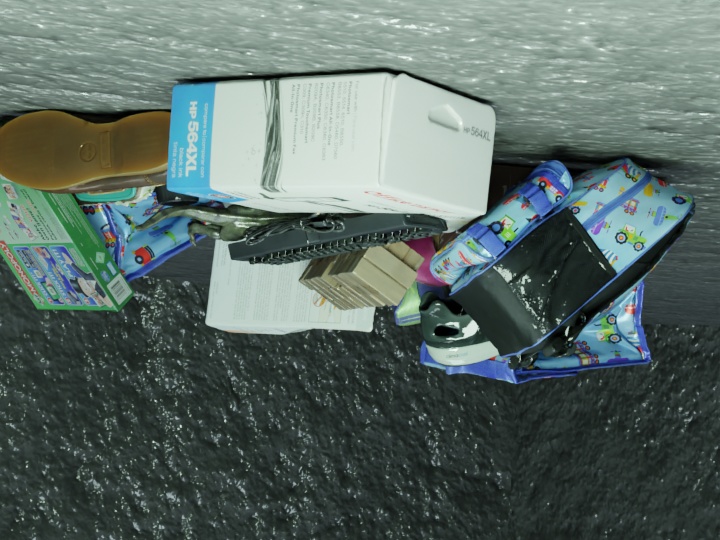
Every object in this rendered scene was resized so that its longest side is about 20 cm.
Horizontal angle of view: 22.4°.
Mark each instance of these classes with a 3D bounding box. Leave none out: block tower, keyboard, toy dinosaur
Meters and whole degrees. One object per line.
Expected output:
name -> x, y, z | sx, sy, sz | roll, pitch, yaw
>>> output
block tower -> 0.000, 0.000, 1.715 | 0.058, 0.054, 0.200 | 37, 169, -13
keyboard -> -0.033, -0.027, 1.550 | 0.199, 0.021, 0.127 | -11, 165, 39
toy dinosaur -> -0.112, -0.044, 1.629 | 0.199, 0.048, 0.088 | 0, -178, -19

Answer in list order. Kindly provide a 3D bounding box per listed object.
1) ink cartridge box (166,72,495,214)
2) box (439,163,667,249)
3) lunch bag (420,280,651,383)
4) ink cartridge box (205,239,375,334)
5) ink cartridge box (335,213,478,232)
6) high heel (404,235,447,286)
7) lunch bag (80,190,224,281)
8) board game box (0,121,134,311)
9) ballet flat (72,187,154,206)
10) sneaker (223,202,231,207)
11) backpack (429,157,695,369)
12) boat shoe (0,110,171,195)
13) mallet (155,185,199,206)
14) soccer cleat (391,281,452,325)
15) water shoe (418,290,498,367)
ink cartridge box -> -0.022, -0.090, 1.342 | 0.199, 0.085, 0.146 | 2, 175, 37
box -> 0.179, -0.051, 1.709 | 0.199, 0.075, 0.100 | 6, 170, -5
lunch bag -> 0.166, 0.064, 1.825 | 0.199, 0.095, 0.150 | -17, -164, -32
ink cartridge box -> -0.059, -0.016, 1.877 | 0.199, 0.163, 0.050 | 2, 170, 26
ink cartridge box -> 0.041, -0.077, 1.564 | 0.116, 0.068, 0.200 | 6, 175, -5
high heel -> 0.118, -0.030, 1.767 | 0.199, 0.068, 0.096 | 6, 145, -27
lunch bag -> -0.218, -0.055, 1.839 | 0.150, 0.095, 0.199 | 3, -164, 45
board game box -> -0.309, -0.048, 1.704 | 0.134, 0.201, 0.029 | 1, -141, 47
ballet flat -> -0.257, -0.095, 1.696 | 0.199, 0.076, 0.064 | 8, -148, 34
sneaker -> -0.027, -0.065, 1.753 | 0.199, 0.078, 0.112 | 3, 175, 16
backpack -> 0.180, -0.025, 1.557 | 0.200, 0.135, 0.183 | -40, 179, -10
boat shoe -> -0.219, -0.097, 1.555 | 0.199, 0.071, 0.070 | 3, 171, 24
mallet -> -0.100, -0.108, 1.582 | 0.199, 0.066, 0.041 | -16, 171, 31
soccer cleat -> 0.025, -0.018, 1.854 | 0.083, 0.065, 0.200 | -26, -136, -10
water shoe -> 0.152, 0.026, 1.735 | 0.199, 0.079, 0.072 | -23, -156, -11
